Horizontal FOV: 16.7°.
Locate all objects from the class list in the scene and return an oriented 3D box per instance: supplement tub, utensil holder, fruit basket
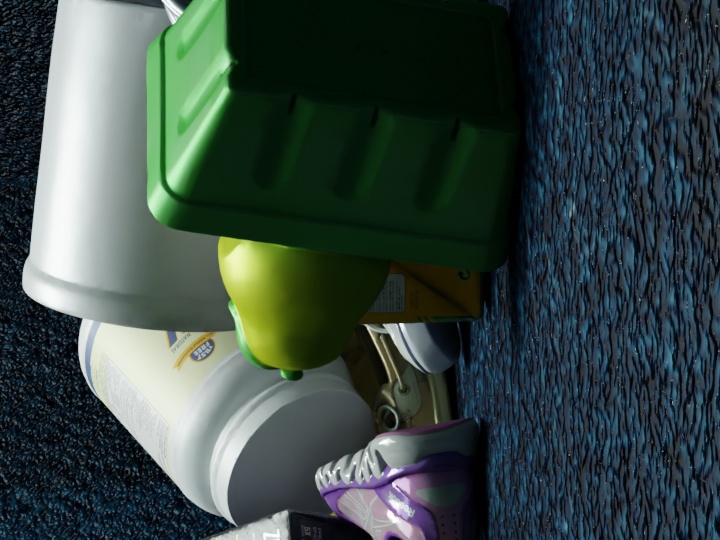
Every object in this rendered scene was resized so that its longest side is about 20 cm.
[{"bbox_3d":[-0.094,0.082,1.725,0.200,0.144,0.146,42,142,41],"label":"supplement tub"},{"bbox_3d":[-0.125,-0.078,1.588,0.170,0.169,0.201,-107,24,-77],"label":"utensil holder"},{"bbox_3d":[-0.021,-0.049,1.324,0.216,0.214,0.156,93,174,-53],"label":"fruit basket"}]

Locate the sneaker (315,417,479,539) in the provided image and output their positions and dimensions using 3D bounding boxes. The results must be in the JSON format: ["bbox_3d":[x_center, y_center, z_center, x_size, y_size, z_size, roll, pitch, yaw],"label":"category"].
[{"bbox_3d":[0.027,0.152,1.545,0.200,0.080,0.089,139,119,-72],"label":"sneaker"}]

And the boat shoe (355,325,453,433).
[{"bbox_3d":[0.021,0.066,1.679,0.073,0.063,0.202,103,155,-72],"label":"boat shoe"}]

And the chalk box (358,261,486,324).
[{"bbox_3d":[0.007,-0.057,1.500,0.200,0.123,0.126,-102,12,-72],"label":"chalk box"}]

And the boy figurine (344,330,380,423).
[{"bbox_3d":[0.005,0.012,1.764,0.064,0.124,0.201,-22,84,50],"label":"boy figurine"}]

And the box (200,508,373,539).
[{"bbox_3d":[-0.068,0.279,1.639,0.163,0.086,0.201,-24,61,38],"label":"box"}]

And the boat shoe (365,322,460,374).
[{"bbox_3d":[-0.003,-0.003,1.618,0.075,0.086,0.203,37,-155,-54],"label":"boat shoe"}]

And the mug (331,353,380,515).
[{"bbox_3d":[-0.016,0.138,1.864,0.187,0.148,0.154,-85,-10,-50],"label":"mug"}]

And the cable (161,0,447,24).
[{"bbox_3d":[-0.031,-0.200,1.464,0.069,0.199,0.201,84,-179,-62],"label":"cable"}]
